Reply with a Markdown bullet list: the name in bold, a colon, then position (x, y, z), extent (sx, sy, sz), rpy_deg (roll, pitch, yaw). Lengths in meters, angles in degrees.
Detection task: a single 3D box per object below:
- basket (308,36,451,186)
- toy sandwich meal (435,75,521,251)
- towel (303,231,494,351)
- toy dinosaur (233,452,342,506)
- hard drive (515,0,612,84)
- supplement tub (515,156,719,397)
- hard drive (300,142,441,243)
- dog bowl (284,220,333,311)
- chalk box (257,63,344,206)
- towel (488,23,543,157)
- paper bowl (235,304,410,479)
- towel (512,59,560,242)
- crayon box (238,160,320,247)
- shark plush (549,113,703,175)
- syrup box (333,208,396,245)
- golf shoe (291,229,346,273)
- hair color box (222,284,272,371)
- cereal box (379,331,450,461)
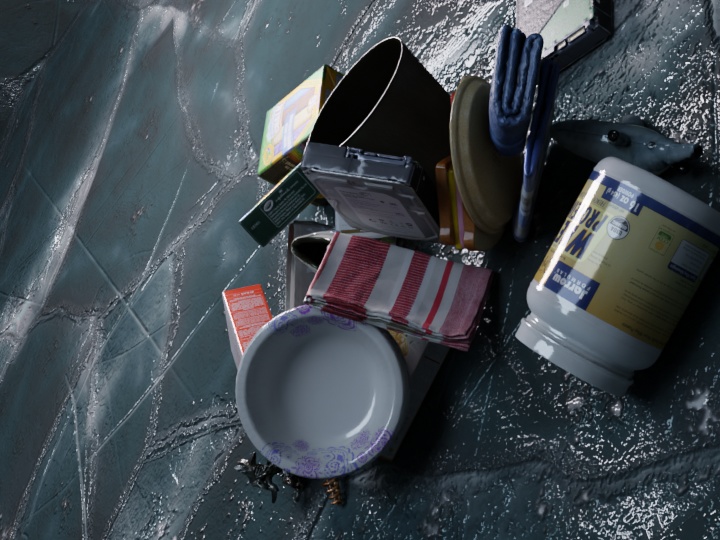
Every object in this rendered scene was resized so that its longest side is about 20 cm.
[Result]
- **basket**: position (0.067, -0.162, 1.687), extent (0.181, 0.199, 0.136), rpy_deg (-50, 28, 16)
- **toy sandwich meal**: position (0.129, -0.126, 1.593), extent (0.070, 0.205, 0.206), rpy_deg (-7, 59, 28)
- **towel**: position (0.047, 0.018, 1.579), extent (0.144, 0.199, 0.023), rpy_deg (-66, -12, -51)
- **toy dinosaur**: position (-0.085, 0.223, 1.751), extent (0.136, 0.102, 0.200), rpy_deg (-54, 30, 21)
- **hard drive**: position (0.252, -0.342, 1.697), extent (0.139, 0.038, 0.201), rpy_deg (-33, 41, 44)
- **supplement tub**: position (0.251, 0.007, 1.323), extent (0.201, 0.144, 0.144), rpy_deg (-62, 29, 5)
- **hard drive**: position (0.025, -0.089, 1.620), extent (0.139, 0.200, 0.038), rpy_deg (10, 74, 21)
- **dog bowl**: position (-0.069, 0.027, 1.840), extent (0.200, 0.058, 0.202), rpy_deg (-179, 90, -84)
- **chalk box**: position (-0.069, -0.188, 2.020), extent (0.200, 0.124, 0.125), rpy_deg (-30, 44, 44)
- **towel**: position (0.166, -0.191, 1.481), extent (0.200, 0.048, 0.113), rpy_deg (44, -124, -84)
- **paper bowl**: position (-0.041, 0.139, 1.601), extent (0.202, 0.200, 0.104), rpy_deg (-63, -7, 3)
- **towel**: position (0.195, -0.131, 1.527), extent (0.200, 0.024, 0.148), rpy_deg (78, -155, -71)
- **crayon box**: position (-0.102, -0.096, 1.882), extent (0.126, 0.052, 0.200), rpy_deg (-43, 3, 2)
- **shark plush**: position (0.281, -0.122, 1.432), extent (0.091, 0.083, 0.200), rpy_deg (-60, 29, 7)
- **syrup box**: position (0.003, -0.088, 1.844), extent (0.079, 0.081, 0.201), rpy_deg (89, 176, -47)
- **golf shoe**: position (0.000, 0.000, 1.667), extent (0.199, 0.097, 0.079), rpy_deg (15, 94, 36)
- **hair color box**: position (-0.143, 0.122, 1.916), extent (0.200, 0.063, 0.112), rpy_deg (-113, 15, -54)
- **cereal box**: position (0.040, 0.118, 1.690), extent (0.201, 0.039, 0.144), rpy_deg (-64, 29, 3)
